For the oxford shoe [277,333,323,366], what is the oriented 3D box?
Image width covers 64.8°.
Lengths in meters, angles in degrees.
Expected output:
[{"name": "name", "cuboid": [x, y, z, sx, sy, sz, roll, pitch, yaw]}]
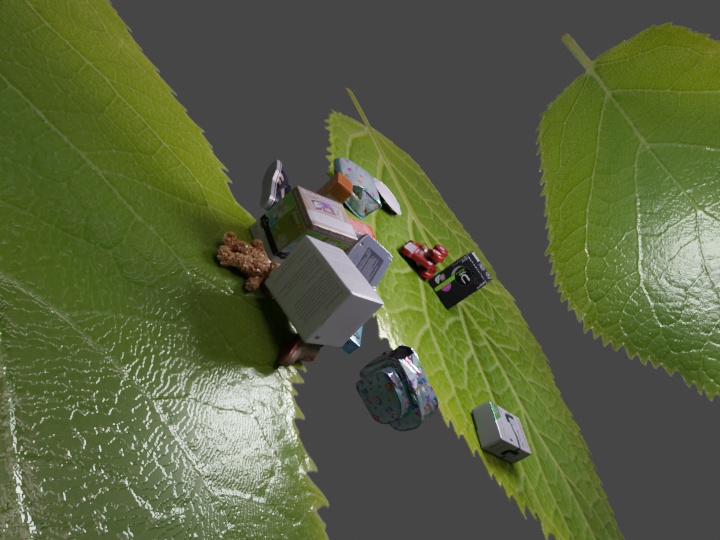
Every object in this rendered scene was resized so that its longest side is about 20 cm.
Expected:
[{"name": "oxford shoe", "cuboid": [-0.132, 0.189, 1.364, 0.075, 0.070, 0.200, 54, 25, -3]}]

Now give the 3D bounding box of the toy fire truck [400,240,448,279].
[{"name": "toy fire truck", "cuboid": [0.258, -0.067, 2.339, 0.168, 0.112, 0.200, 35, 23, 6]}]

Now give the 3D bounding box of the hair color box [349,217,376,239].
[{"name": "hair color box", "cuboid": [-0.053, -0.114, 1.842, 0.200, 0.111, 0.064, 18, 42, -50]}]

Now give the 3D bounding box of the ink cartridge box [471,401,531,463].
[{"name": "ink cartridge box", "cuboid": [0.480, 0.553, 1.932, 0.200, 0.083, 0.147, 34, 32, -37]}]

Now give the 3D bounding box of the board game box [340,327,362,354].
[{"name": "board game box", "cuboid": [-0.059, 0.118, 1.608, 0.151, 0.047, 0.200, 43, 27, -20]}]

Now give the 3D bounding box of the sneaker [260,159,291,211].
[{"name": "sneaker", "cuboid": [-0.251, -0.245, 1.713, 0.079, 0.078, 0.201, 30, 44, -31]}]

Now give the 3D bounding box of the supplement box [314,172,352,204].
[{"name": "supplement box", "cuboid": [-0.114, -0.210, 1.756, 0.069, 0.200, 0.067, 35, 30, -26]}]

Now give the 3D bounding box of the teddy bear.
[{"name": "teddy bear", "cuboid": [-0.264, -0.018, 1.405, 0.200, 0.067, 0.145, 47, 30, -13]}]

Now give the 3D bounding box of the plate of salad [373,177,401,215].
[{"name": "plate of salad", "cuboid": [0.108, -0.315, 2.453, 0.200, 0.048, 0.200, 49, 16, -19]}]

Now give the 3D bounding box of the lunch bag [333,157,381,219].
[{"name": "lunch bag", "cuboid": [-0.026, -0.318, 2.141, 0.200, 0.122, 0.171, 36, 30, -44]}]

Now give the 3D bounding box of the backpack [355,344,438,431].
[{"name": "backpack", "cuboid": [0.099, 0.319, 1.477, 0.150, 0.177, 0.200, -32, 90, -43]}]

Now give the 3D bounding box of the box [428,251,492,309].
[{"name": "box", "cuboid": [0.411, 0.039, 2.336, 0.149, 0.200, 0.124, 56, 24, 8]}]

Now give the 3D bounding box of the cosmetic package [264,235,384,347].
[{"name": "cosmetic package", "cuboid": [-0.088, 0.055, 1.374, 0.200, 0.167, 0.166, 52, 15, 28]}]

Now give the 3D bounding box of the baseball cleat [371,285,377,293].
[{"name": "baseball cleat", "cuboid": [-0.042, 0.079, 1.551, 0.199, 0.070, 0.107, 6, 89, -26]}]

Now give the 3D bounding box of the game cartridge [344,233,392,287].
[{"name": "game cartridge", "cuboid": [0.000, 0.000, 1.640, 0.133, 0.041, 0.200, 40, 67, -18]}]

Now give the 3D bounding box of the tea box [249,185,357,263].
[{"name": "tea box", "cuboid": [-0.154, -0.102, 1.552, 0.200, 0.197, 0.134, 14, 45, -53]}]
